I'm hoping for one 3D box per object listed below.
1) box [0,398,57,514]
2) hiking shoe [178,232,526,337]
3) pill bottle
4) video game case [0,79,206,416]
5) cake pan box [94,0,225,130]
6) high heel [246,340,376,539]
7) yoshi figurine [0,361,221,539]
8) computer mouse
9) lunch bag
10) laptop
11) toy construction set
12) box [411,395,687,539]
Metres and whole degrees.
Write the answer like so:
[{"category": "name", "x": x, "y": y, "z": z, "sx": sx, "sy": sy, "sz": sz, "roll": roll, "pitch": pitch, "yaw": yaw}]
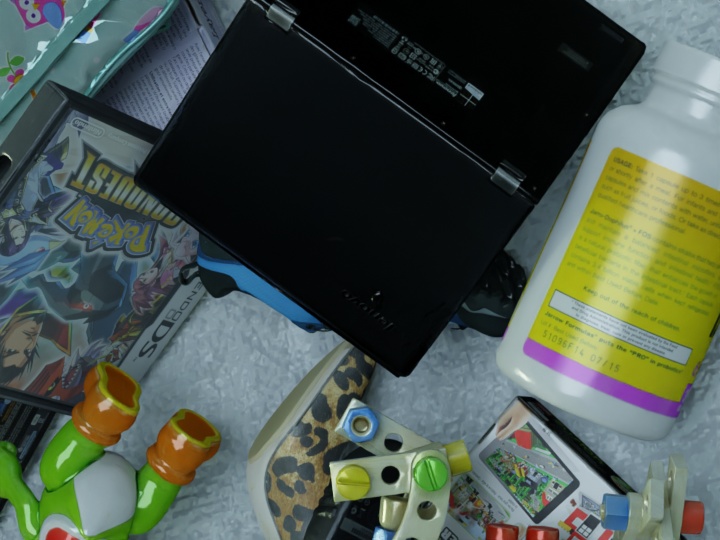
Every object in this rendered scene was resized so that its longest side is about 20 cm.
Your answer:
[{"category": "box", "x": -0.278, "y": 0.128, "z": 1.273, "sx": 0.044, "sy": 0.160, "sz": 0.200, "roll": 34, "pitch": 99, "yaw": 32}, {"category": "hiking shoe", "x": 0.000, "y": 0.000, "z": 1.226, "sx": 0.200, "sy": 0.074, "sz": 0.087, "roll": 21, "pitch": 126, "yaw": 6}, {"category": "pill bottle", "x": 0.156, "y": -0.017, "z": 1.146, "sx": 0.104, "sy": 0.104, "sz": 0.200, "roll": 26, "pitch": 96, "yaw": 21}, {"category": "video game case", "x": -0.160, "y": -0.003, "z": 1.218, "sx": 0.026, "sy": 0.200, "sz": 0.181, "roll": 44, "pitch": 102, "yaw": 33}, {"category": "cake pan box", "x": -0.169, "y": -0.116, "z": 1.311, "sx": 0.184, "sy": 0.052, "sz": 0.200, "roll": -33, "pitch": 75, "yaw": 18}, {"category": "high heel", "x": -0.004, "y": 0.146, "z": 1.236, "sx": 0.143, "sy": 0.071, "sz": 0.200, "roll": 33, "pitch": 80, "yaw": -8}, {"category": "yoshi figurine", "x": -0.169, "y": 0.155, "z": 1.264, "sx": 0.112, "sy": 0.112, "sz": 0.200, "roll": 41, "pitch": 103, "yaw": 36}, {"category": "computer mouse", "x": -0.026, "y": 0.183, "z": 1.182, "sx": 0.034, "sy": 0.059, "sz": 0.200, "roll": 19, "pitch": 77, "yaw": 51}, {"category": "lunch bag", "x": -0.199, "y": -0.160, "z": 1.229, "sx": 0.160, "sy": 0.077, "sz": 0.200, "roll": 40, "pitch": 106, "yaw": -16}, {"category": "laptop", "x": 0.016, "y": -0.086, "z": 1.169, "sx": 0.187, "sy": 0.116, "sz": 0.200, "roll": 36, "pitch": 61, "yaw": 1}, {"category": "toy construction set", "x": 0.080, "y": 0.140, "z": 1.126, "sx": 0.200, "sy": 0.092, "sz": 0.131, "roll": 4, "pitch": 90, "yaw": 13}, {"category": "box", "x": 0.127, "y": 0.175, "z": 1.180, "sx": 0.200, "sy": 0.035, "sz": 0.110, "roll": 44, "pitch": 102, "yaw": 19}]
